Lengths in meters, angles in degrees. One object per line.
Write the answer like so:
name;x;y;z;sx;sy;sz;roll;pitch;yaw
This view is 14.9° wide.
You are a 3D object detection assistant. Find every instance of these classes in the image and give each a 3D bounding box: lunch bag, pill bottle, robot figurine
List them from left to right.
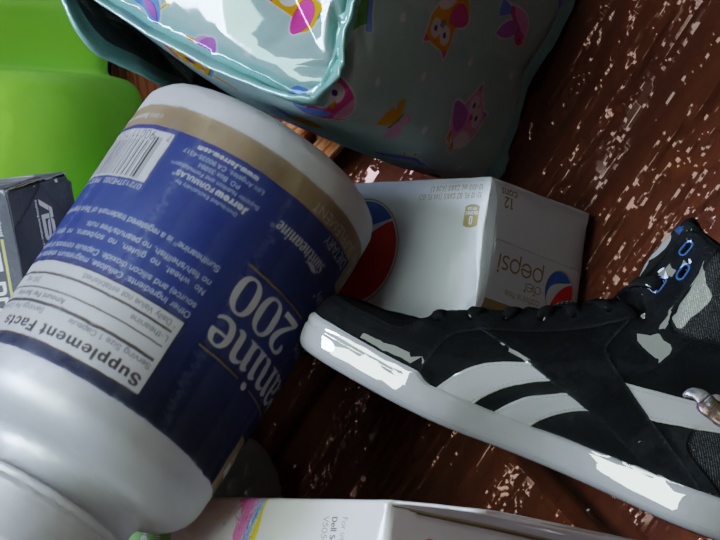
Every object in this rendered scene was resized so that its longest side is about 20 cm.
robot figurine;-0.160;-0.026;1.273;0.175;0.116;0.200;3;91;63
pill bottle;-0.089;0.034;1.101;0.111;0.111;0.200;13;64;45
lunch bag;-0.039;-0.123;1.173;0.200;0.170;0.122;23;90;29

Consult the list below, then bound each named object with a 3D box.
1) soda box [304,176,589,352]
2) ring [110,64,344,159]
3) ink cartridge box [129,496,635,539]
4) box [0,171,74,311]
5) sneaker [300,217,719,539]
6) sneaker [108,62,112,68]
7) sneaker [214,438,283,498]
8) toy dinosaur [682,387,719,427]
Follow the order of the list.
soda box;0.000;0.000;1.198;0.200;0.068;0.064;-2;76;43
ring;-0.046;-0.123;1.315;0.200;0.019;0.201;-15;68;41
ink cartridge box;0.005;0.132;1.118;0.200;0.117;0.067;-4;76;44
box;-0.184;0.063;1.202;0.161;0.049;0.200;-5;98;36
sneaker;0.086;0.022;1.074;0.200;0.073;0.112;23;89;10
sneaker;-0.183;-0.078;1.378;0.200;0.071;0.099;-65;23;2
sneaker;-0.110;0.150;1.259;0.200;0.076;0.081;-57;38;13
toy dinosaur;0.205;-0.001;0.966;0.182;0.105;0.200;-51;31;8
